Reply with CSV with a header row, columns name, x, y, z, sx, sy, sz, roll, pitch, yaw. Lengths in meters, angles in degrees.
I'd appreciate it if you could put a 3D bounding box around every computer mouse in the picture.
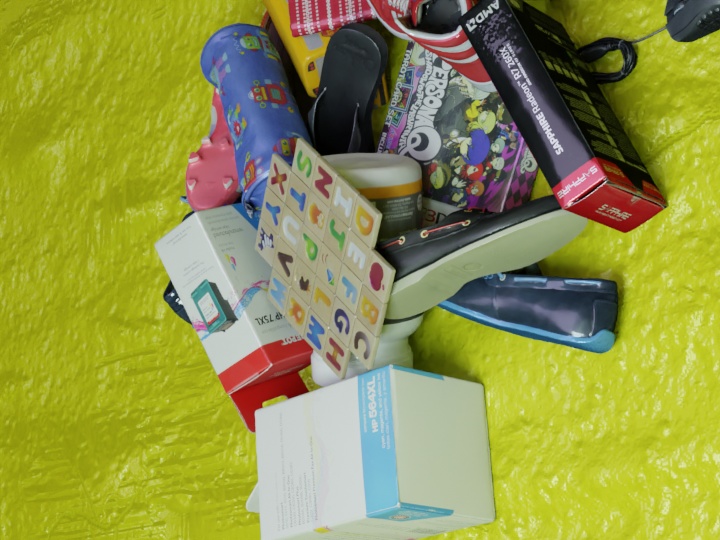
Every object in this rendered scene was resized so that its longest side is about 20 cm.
name,x,y,z,sx,sy,sz,roll,pitch,yaw
computer mouse,0.249,-0.209,1.545,0.199,0.034,0.059,-27,62,39

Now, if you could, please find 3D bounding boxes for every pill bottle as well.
name,x,y,z,sx,sy,sz,roll,pitch,yaw
pill bottle,0.000,0.000,1.660,0.116,0.116,0.202,12,108,47

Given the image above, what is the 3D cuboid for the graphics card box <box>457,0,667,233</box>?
name,x,y,z,sx,sy,sz,roll,pitch,yaw
graphics card box,0.167,-0.131,1.519,0.051,0.125,0.201,-36,65,23

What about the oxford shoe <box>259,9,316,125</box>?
name,x,y,z,sx,sy,sz,roll,pitch,yaw
oxford shoe,-0.063,-0.178,1.850,0.072,0.071,0.202,-11,69,16

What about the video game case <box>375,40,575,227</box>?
name,x,y,z,sx,sy,sz,roll,pitch,yaw
video game case,0.094,-0.130,1.683,0.181,0.036,0.202,20,94,45

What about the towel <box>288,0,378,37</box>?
name,x,y,z,sx,sy,sz,roll,pitch,yaw
towel,0.023,-0.307,1.752,0.198,0.022,0.146,-11,69,16

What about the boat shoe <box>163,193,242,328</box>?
name,x,y,z,sx,sy,sz,roll,pitch,yaw
boat shoe,-0.146,-0.041,1.850,0.084,0.068,0.201,-30,39,42

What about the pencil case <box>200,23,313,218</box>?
name,x,y,z,sx,sy,sz,roll,pitch,yaw
pencil case,-0.096,-0.140,1.752,0.087,0.077,0.201,115,144,-47

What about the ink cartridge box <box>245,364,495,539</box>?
name,x,y,z,sx,sy,sz,roll,pitch,yaw
ink cartridge box,0.001,0.174,1.632,0.199,0.128,0.126,-20,66,40

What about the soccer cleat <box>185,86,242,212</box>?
name,x,y,z,sx,sy,sz,roll,pitch,yaw
soccer cleat,-0.129,-0.119,1.841,0.066,0.077,0.201,-3,48,12

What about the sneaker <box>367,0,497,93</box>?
name,x,y,z,sx,sy,sz,roll,pitch,yaw
sneaker,0.053,-0.240,1.635,0.071,0.112,0.200,-52,52,3

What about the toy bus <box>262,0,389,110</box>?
name,x,y,z,sx,sy,sz,roll,pitch,yaw
toy bus,-0.038,-0.240,1.803,0.078,0.065,0.201,-21,55,-7

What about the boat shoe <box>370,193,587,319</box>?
name,x,y,z,sx,sy,sz,roll,pitch,yaw
boat shoe,0.093,-0.025,1.535,0.200,0.074,0.064,-24,61,24

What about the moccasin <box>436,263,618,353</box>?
name,x,y,z,sx,sy,sz,roll,pitch,yaw
moccasin,0.139,0.020,1.581,0.199,0.080,0.069,14,85,33

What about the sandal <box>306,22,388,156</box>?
name,x,y,z,sx,sy,sz,roll,pitch,yaw
sandal,-0.022,-0.137,1.735,0.076,0.043,0.202,18,125,18

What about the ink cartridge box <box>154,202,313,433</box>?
name,x,y,z,sx,sy,sz,roll,pitch,yaw
ink cartridge box,-0.096,0.040,1.719,0.067,0.116,0.201,-33,80,34

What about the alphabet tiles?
name,x,y,z,sx,sy,sz,roll,pitch,yaw
alphabet tiles,-0.034,-0.010,1.599,0.200,0.006,0.168,45,132,42
